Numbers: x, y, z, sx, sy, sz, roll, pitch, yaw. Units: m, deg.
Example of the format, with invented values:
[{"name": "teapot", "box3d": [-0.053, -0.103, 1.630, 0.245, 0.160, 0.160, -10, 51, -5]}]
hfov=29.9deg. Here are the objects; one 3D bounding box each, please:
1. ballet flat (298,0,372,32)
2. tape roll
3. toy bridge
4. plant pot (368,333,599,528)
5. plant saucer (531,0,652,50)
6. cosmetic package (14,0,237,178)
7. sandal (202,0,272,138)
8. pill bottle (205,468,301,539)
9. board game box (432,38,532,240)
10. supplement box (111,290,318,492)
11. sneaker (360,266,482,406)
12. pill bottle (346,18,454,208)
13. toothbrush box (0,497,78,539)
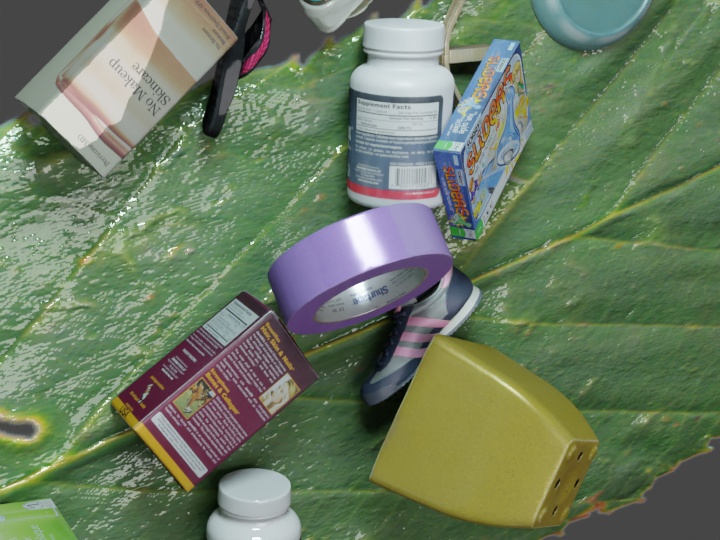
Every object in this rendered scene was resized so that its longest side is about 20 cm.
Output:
[{"name": "ballet flat", "box3d": [0.013, -0.333, 1.478, 0.200, 0.069, 0.069, -43, 122, -16]}, {"name": "tape roll", "box3d": [0.000, 0.000, 1.501, 0.200, 0.200, 0.066, -14, 72, -25]}, {"name": "toy bridge", "box3d": [0.123, -0.255, 1.584, 0.067, 0.027, 0.200, -9, 111, -25]}, {"name": "plant pot", "box3d": [0.166, 0.214, 1.625, 0.194, 0.200, 0.196, 17, 99, -62]}, {"name": "plant saucer", "box3d": [0.294, -0.367, 1.645, 0.200, 0.027, 0.201, -10, 110, -27]}, {"name": "cosmetic package", "box3d": [-0.235, -0.204, 1.360, 0.200, 0.087, 0.103, -49, 124, -7]}, {"name": "sandal", "box3d": [-0.122, -0.235, 1.423, 0.045, 0.075, 0.200, 11, 109, -16]}, {"name": "pill bottle", "box3d": [-0.126, 0.343, 1.592, 0.113, 0.113, 0.200, -7, 110, -28]}, {"name": "board game box", "box3d": [0.144, -0.152, 1.549, 0.200, 0.034, 0.136, -61, 149, -35]}, {"name": "supplement box", "box3d": [-0.163, 0.134, 1.517, 0.200, 0.086, 0.110, -41, 121, -12]}, {"name": "sneaker", "box3d": [0.055, 0.072, 1.642, 0.082, 0.070, 0.200, 45, 79, -16]}, {"name": "pill bottle", "box3d": [0.046, -0.177, 1.511, 0.119, 0.120, 0.200, -8, 110, -28]}, {"name": "toothbrush box", "box3d": [-0.401, 0.317, 1.407, 0.200, 0.146, 0.086, -4, 109, -28]}]
